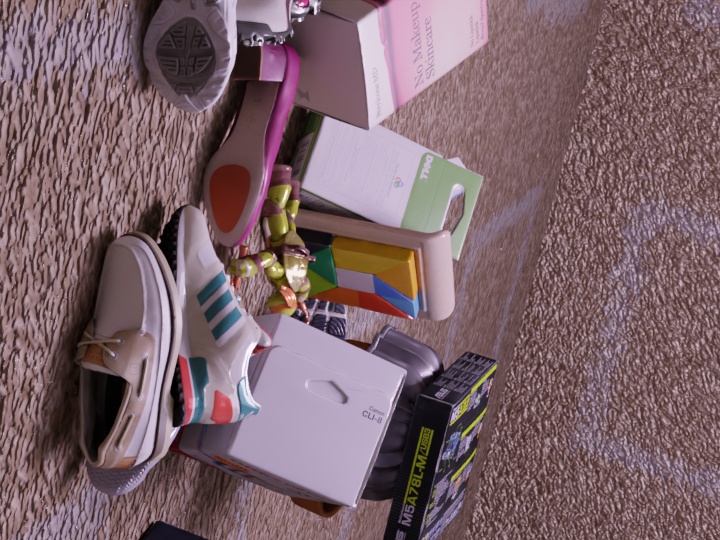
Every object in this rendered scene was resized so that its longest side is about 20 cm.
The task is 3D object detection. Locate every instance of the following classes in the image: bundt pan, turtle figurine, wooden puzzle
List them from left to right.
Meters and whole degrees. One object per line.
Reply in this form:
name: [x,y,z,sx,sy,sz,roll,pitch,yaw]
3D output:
turtle figurine: [-0.082,-0.022,1.618,0.200,0.064,0.161,29,55,-64]
wooden puzzle: [0.000,0.000,1.771,0.185,0.200,0.037,81,18,-60]
bundt pan: [0.037,0.166,1.788,0.202,0.076,0.202,18,90,-76]

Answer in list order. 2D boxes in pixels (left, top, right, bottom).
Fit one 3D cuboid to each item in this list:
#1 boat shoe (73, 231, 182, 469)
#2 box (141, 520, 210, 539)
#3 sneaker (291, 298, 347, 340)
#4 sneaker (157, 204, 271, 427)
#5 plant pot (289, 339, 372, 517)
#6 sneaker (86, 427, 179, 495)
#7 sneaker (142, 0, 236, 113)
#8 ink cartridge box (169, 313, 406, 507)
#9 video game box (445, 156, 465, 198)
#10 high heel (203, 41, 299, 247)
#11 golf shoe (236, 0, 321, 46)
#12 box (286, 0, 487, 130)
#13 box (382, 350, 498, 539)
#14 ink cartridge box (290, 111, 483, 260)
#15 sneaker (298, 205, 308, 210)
boat shoe: [-0.197,0.070,1.351,0.068,0.075,0.200,-12,105,-48]
box: [-0.162,0.376,1.599,0.200,0.197,0.118,-52,156,-54]
sneaker: [-0.066,0.107,1.947,0.080,0.077,0.200,-88,-168,-64]
sneaker: [-0.129,0.041,1.427,0.070,0.093,0.200,142,-52,-58]
plant pot: [-0.068,0.160,1.816,0.200,0.140,0.200,17,90,-77]
sneaker: [-0.180,0.125,1.482,0.114,0.075,0.200,77,33,-64]
sneaker: [-0.121,-0.225,1.309,0.099,0.078,0.200,-57,160,-57]
ink cartridge box: [-0.075,0.136,1.579,0.200,0.145,0.145,-12,-125,67]
video game box: [0.034,-0.065,1.925,0.182,0.047,0.200,-32,177,16]
high heel: [-0.092,-0.120,1.538,0.096,0.067,0.200,0,103,-64]
golf shoe: [-0.090,-0.250,1.425,0.200,0.077,0.088,-61,153,-64]
box: [0.025,-0.250,1.618,0.200,0.109,0.128,-40,139,-34]
box: [0.087,0.203,1.776,0.200,0.047,0.193,-32,134,-68]
ink cartridge box: [0.024,-0.092,1.753,0.059,0.200,0.104,-19,-130,63]
sneaker: [-0.009,-0.114,1.823,0.078,0.090,0.200,35,72,-75]
